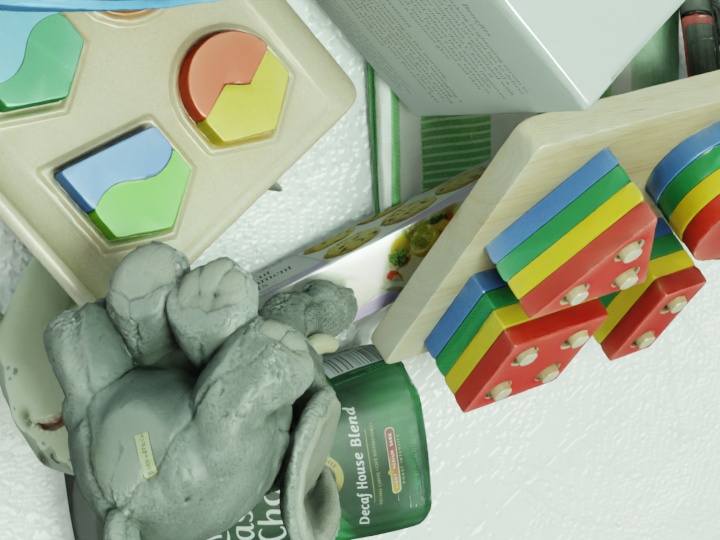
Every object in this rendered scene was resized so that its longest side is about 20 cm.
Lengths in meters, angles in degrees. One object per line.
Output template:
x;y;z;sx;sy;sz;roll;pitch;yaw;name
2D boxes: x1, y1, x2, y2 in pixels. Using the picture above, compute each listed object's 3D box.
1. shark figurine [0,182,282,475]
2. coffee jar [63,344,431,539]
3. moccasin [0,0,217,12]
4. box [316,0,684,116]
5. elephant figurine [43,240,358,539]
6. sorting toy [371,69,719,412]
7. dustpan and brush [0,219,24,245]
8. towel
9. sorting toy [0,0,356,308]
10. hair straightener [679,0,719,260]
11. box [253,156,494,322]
-0.140;0.011;1.054;0.215;0.128;0.090;-60;154;-26;shark figurine
-0.064;0.114;1.096;0.199;0.085;0.105;-14;110;-19;coffee jar
-0.109;-0.160;0.939;0.199;0.080;0.069;-12;106;-36;moccasin
0.084;-0.168;0.999;0.152;0.200;0.106;-47;108;-14;box
-0.058;0.076;0.965;0.155;0.142;0.200;-41;154;3;elephant figurine
0.135;-0.013;1.065;0.199;0.070;0.199;-16;154;-35;sorting toy
-0.217;-0.096;0.982;0.139;0.057;0.201;-36;116;-12;dustpan and brush
0.098;-0.099;1.139;0.199;0.023;0.153;-11;108;-20;towel
-0.115;-0.099;0.983;0.185;0.036;0.200;49;65;-13;sorting toy
0.201;-0.111;1.164;0.041;0.077;0.201;-9;114;19;hair straightener
0.000;0.000;1.096;0.199;0.041;0.039;-26;109;-3;box
